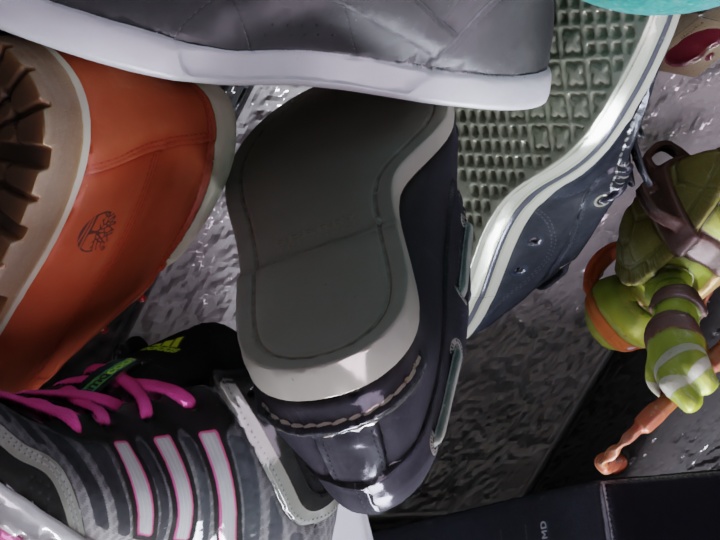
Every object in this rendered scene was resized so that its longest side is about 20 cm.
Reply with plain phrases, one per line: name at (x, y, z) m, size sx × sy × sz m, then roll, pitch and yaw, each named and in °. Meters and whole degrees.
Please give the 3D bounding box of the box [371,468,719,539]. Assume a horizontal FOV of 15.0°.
box at (0.101, 0.144, 1.040) m, size 0.196 × 0.118 × 0.199 m, roll -1°, pitch 168°, yaw -40°

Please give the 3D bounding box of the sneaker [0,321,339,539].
sneaker at (-0.072, 0.050, 0.800) m, size 0.199 × 0.073 × 0.088 m, roll 27°, pitch 78°, yaw -46°

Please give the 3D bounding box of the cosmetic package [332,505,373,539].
cosmetic package at (-0.103, 0.107, 0.903) m, size 0.199 × 0.101 × 0.072 m, roll -21°, pitch 110°, yaw -22°

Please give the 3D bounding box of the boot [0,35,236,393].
boot at (-0.111, 0.016, 0.847) m, size 0.107 × 0.075 × 0.200 m, roll -7°, pitch 139°, yaw -53°

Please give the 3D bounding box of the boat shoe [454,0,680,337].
boat shoe at (0.062, -0.050, 0.912) m, size 0.062 × 0.075 × 0.200 m, roll -19°, pitch 152°, yaw -33°

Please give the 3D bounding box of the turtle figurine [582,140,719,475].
turtle figurine at (0.127, -0.025, 0.945) m, size 0.161 × 0.064 × 0.200 m, roll -46°, pitch -175°, yaw 27°

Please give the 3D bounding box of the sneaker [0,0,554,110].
sneaker at (-0.026, -0.107, 0.805) m, size 0.199 × 0.071 × 0.100 m, roll 3°, pitch 107°, yaw -27°

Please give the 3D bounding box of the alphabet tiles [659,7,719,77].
alphabet tiles at (0.125, -0.129, 0.890) m, size 0.166 × 0.008 × 0.200 m, roll 6°, pitch 145°, yaw -44°

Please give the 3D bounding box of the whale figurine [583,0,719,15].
whale figurine at (0.110, -0.113, 0.719) m, size 0.158 × 0.200 × 0.104 m, roll -26°, pitch 119°, yaw -28°

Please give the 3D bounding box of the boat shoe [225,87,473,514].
boat shoe at (0.000, 0.000, 0.832) m, size 0.072 × 0.200 × 0.063 m, roll -14°, pitch 118°, yaw 11°
